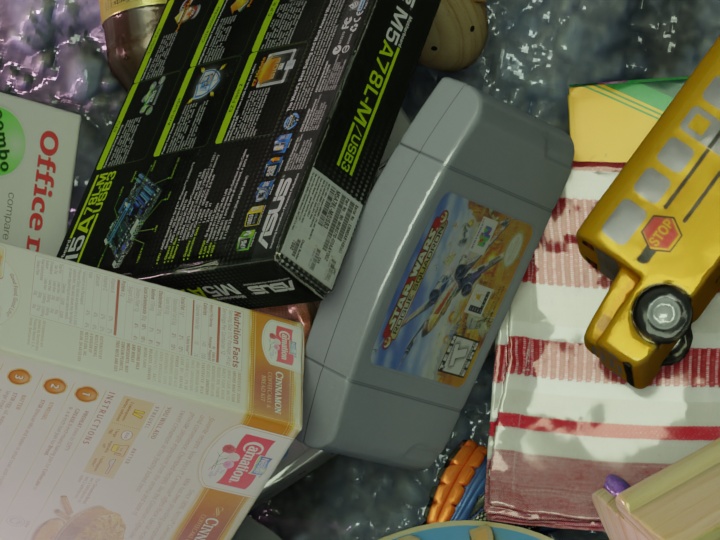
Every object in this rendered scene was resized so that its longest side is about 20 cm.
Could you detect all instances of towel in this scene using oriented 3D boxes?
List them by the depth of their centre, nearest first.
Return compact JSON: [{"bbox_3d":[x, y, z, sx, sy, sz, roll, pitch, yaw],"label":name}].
[{"bbox_3d":[0.142,0.039,1.491,0.143,0.023,0.201,2,80,9],"label":"towel"}]

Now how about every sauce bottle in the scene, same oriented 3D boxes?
[{"bbox_3d":[-0.118,-0.151,1.604,0.064,0.065,0.201,-9,80,6],"label":"sauce bottle"}]

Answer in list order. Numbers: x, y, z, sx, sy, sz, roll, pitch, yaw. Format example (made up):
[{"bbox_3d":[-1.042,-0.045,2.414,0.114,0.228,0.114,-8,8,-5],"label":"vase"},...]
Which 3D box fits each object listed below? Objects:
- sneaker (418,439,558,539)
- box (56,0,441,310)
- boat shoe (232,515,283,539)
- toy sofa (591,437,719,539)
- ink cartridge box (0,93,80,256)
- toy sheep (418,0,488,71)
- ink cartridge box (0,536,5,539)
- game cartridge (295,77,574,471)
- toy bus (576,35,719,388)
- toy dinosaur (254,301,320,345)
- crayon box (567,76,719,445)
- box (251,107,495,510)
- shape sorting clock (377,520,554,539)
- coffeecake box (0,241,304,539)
[{"bbox_3d":[0.056,0.195,1.510,0.078,0.075,0.201,17,84,8],"label":"sneaker"},{"bbox_3d":[-0.062,-0.070,1.467,0.193,0.047,0.201,-11,51,48],"label":"box"},{"bbox_3d":[-0.095,0.167,1.539,0.200,0.070,0.071,39,53,-9],"label":"boat shoe"},{"bbox_3d":[0.198,0.183,1.445,0.083,0.098,0.201,-27,116,-13],"label":"toy sofa"},{"bbox_3d":[-0.278,-0.030,1.506,0.146,0.200,0.147,-6,75,50],"label":"ink cartridge box"},{"bbox_3d":[0.009,-0.197,1.558,0.138,0.138,0.200,-34,77,1],"label":"toy sheep"},{"bbox_3d":[-0.191,0.233,1.499,0.200,0.147,0.146,43,88,12],"label":"ink cartridge box"},{"bbox_3d":[0.035,0.005,1.444,0.041,0.133,0.201,26,94,27],"label":"game cartridge"},{"bbox_3d":[0.178,-0.039,1.460,0.078,0.065,0.200,35,83,13],"label":"toy bus"},{"bbox_3d":[0.000,0.000,1.520,0.200,0.058,0.101,-33,76,1],"label":"toy dinosaur"},{"bbox_3d":[0.177,-0.003,1.535,0.118,0.058,0.201,-3,79,8],"label":"crayon box"},{"bbox_3d":[-0.025,0.018,1.569,0.200,0.041,0.156,-33,77,0],"label":"box"},{"bbox_3d":[0.046,0.213,1.427,0.199,0.039,0.201,-5,57,8],"label":"shape sorting clock"},{"bbox_3d":[-0.147,0.073,1.413,0.199,0.154,0.073,16,46,-16],"label":"coffeecake box"}]
